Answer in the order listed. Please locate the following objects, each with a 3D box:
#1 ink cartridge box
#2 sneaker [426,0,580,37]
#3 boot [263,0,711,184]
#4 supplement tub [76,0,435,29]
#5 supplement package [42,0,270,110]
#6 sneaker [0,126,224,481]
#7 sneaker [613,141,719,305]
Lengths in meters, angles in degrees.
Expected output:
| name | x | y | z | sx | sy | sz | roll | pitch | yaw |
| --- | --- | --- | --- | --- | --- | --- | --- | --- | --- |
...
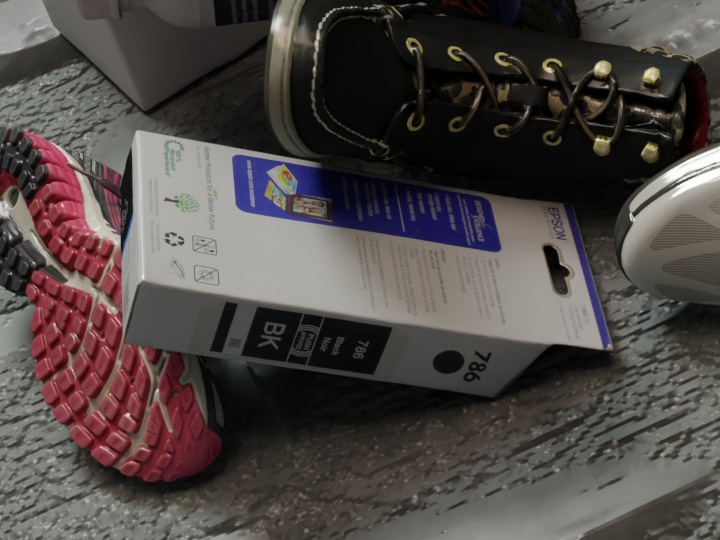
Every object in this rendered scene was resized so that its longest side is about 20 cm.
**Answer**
| name | x | y | z | sx | sy | sz | roll | pitch | yaw |
| --- | --- | --- | --- | --- | --- | --- | --- | --- | --- |
| ink cartridge box | 0.000 | 0.000 | 0.838 | 0.198 | 0.039 | 0.100 | 9 | 38 | -14 |
| sneaker | 0.053 | -0.157 | 1.020 | 0.078 | 0.076 | 0.200 | -31 | 34 | 5 |
| boot | 0.058 | -0.076 | 0.848 | 0.153 | 0.203 | 0.074 | 6 | 90 | 21 |
| supplement tub | -0.032 | -0.183 | 0.893 | 0.198 | 0.141 | 0.141 | -7 | 40 | -4 |
| supplement package | -0.120 | -0.209 | 1.031 | 0.121 | 0.201 | 0.120 | -33 | 42 | -15 |
| sneaker | -0.104 | 0.009 | 0.887 | 0.081 | 0.074 | 0.200 | -54 | 47 | 24 |
| sneaker | 0.195 | 0.004 | 0.768 | 0.199 | 0.076 | 0.116 | -5 | 40 | 12 |
